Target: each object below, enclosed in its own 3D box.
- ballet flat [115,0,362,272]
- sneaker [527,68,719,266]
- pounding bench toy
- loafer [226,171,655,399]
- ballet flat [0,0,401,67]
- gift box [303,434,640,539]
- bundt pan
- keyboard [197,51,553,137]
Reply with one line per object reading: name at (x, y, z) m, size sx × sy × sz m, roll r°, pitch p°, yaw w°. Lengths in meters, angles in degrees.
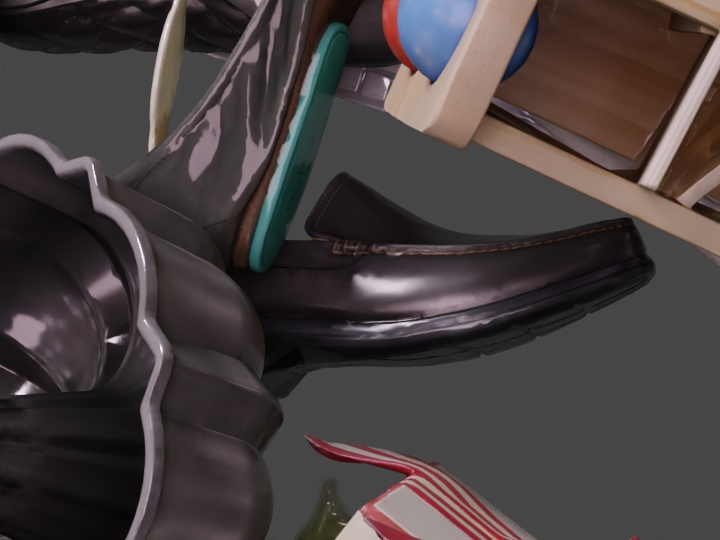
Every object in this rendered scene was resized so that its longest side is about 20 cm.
ballet flat at (-0.022, -0.097, 0.779) m, size 0.068 × 0.068 × 0.200 m, roll 27°, pitch 88°, yaw 9°
sneaker at (0.119, -0.057, 0.798) m, size 0.200 × 0.075 × 0.089 m, roll 35°, pitch 98°, yaw -6°
pounding bench toy at (0.107, -0.110, 0.693) m, size 0.156 × 0.124 × 0.200 m, roll 25°, pitch 94°, yaw -7°
loafer at (0.000, 0.000, 0.820) m, size 0.200 × 0.073 × 0.072 m, roll -11°, pitch 81°, yaw 7°
ballet flat at (-0.048, -0.106, 0.839) m, size 0.200 × 0.057 × 0.067 m, roll 4°, pitch 88°, yaw 3°
gift box at (0.024, 0.160, 0.751) m, size 0.200 × 0.185 × 0.187 m, roll 38°, pitch 95°, yaw 2°
bundt pan at (-0.098, 0.063, 0.747) m, size 0.202 × 0.076 × 0.202 m, roll -18°, pitch 65°, yaw 44°
keyboard at (0.002, -0.089, 0.853) m, size 0.200 × 0.011 × 0.056 m, roll 19°, pitch 90°, yaw 9°
